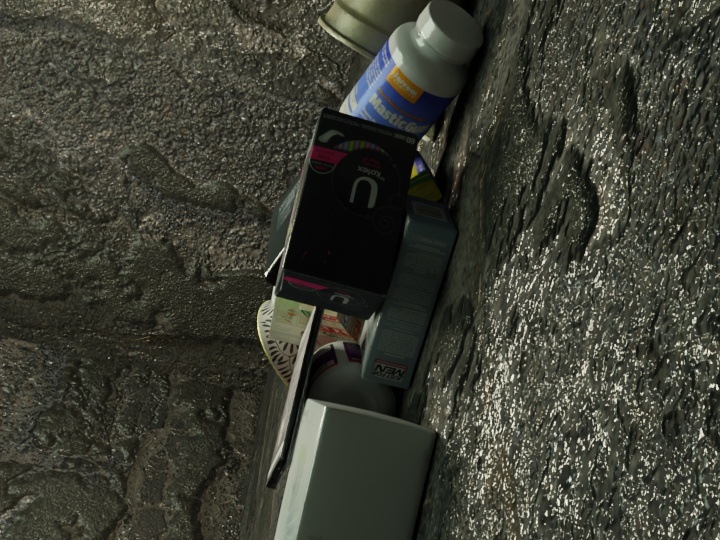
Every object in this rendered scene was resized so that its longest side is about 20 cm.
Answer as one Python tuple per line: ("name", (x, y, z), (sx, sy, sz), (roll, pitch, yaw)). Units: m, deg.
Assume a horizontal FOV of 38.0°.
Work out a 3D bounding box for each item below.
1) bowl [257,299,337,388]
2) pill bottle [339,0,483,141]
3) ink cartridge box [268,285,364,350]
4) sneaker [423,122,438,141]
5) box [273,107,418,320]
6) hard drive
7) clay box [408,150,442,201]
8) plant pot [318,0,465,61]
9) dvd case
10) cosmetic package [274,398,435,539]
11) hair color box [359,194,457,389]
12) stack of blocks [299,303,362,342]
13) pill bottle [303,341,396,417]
("bowl", (-0.072, 0.114, 1.741), (0.094, 0.201, 0.202), (-33, 27, 23))
("pill bottle", (0.066, -0.239, 1.316), (0.200, 0.111, 0.113), (-49, 24, 41))
("ink cartridge box", (-0.064, 0.069, 1.663), (0.201, 0.158, 0.048), (-85, 13, -49))
("sneaker", (0.068, -0.238, 1.516), (0.200, 0.079, 0.078), (-110, 34, -79))
("box", (-0.017, -0.063, 1.199), (0.106, 0.121, 0.202), (122, 161, -70))
("hard drive", (-0.095, -0.081, 1.588), (0.140, 0.033, 0.201), (-52, 19, 25))
("clay box", (0.006, -0.073, 1.350), (0.199, 0.048, 0.115), (-32, 17, 7))
("plant pot", (0.068, -0.382, 1.434), (0.201, 0.199, 0.185), (-94, 29, -68))
("dvd case", (-0.078, 0.153, 1.277), (0.149, 0.016, 0.202), (115, 169, -63))
("cosmetic package", (-0.016, 0.247, 1.107), (0.199, 0.122, 0.202), (149, 135, -80))
("hair color box", (0.053, 0.024, 1.226), (0.099, 0.060, 0.202), (-94, 19, -69))
("stack of blocks", (-0.019, -0.011, 1.536), (0.115, 0.058, 0.202), (55, -131, -64))
("pill bottle", (-0.019, 0.156, 1.339), (0.200, 0.111, 0.114), (-123, 47, -81))
